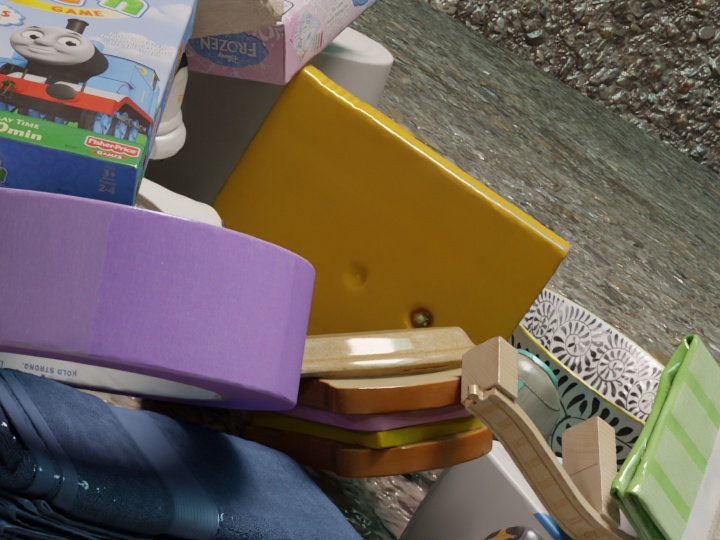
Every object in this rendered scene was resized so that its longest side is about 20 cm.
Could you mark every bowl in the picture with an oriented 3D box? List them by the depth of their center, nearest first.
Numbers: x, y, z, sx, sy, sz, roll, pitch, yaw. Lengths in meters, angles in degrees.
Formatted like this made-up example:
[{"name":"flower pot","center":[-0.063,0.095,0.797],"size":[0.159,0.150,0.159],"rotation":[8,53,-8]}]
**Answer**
[{"name":"bowl","center":[0.155,0.102,1.266],"size":[0.200,0.095,0.201],"rotation":[32,14,-9]}]

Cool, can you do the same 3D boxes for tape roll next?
[{"name":"tape roll","center":[-0.122,0.016,0.800],"size":[0.198,0.066,0.200],"rotation":[9,-8,1]},{"name":"tape roll","center":[-0.091,-0.123,1.268],"size":[0.201,0.140,0.203],"rotation":[18,15,-5]}]

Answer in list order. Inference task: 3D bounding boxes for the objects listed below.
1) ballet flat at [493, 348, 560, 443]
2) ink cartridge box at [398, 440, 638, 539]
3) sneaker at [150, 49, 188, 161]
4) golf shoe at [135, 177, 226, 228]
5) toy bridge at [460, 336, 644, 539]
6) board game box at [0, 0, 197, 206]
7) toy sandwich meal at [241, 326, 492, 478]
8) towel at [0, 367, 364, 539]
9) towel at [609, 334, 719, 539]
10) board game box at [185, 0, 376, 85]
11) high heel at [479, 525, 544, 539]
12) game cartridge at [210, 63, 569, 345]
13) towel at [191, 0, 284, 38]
[{"name":"ballet flat","center":[0.082,0.113,1.089],"size":[0.067,0.064,0.200],"rotation":[34,-22,18]},{"name":"ink cartridge box","center":[0.142,0.182,1.003],"size":[0.199,0.086,0.147],"rotation":[21,21,-45]},{"name":"sneaker","center":[-0.189,-0.116,0.965],"size":[0.198,0.081,0.074],"rotation":[5,29,-18]},{"name":"golf shoe","center":[-0.148,-0.055,0.920],"size":[0.199,0.095,0.077],"rotation":[12,-1,-38]},{"name":"toy bridge","center":[0.120,0.109,0.918],"size":[0.200,0.027,0.068],"rotation":[37,40,-33]},{"name":"board game box","center":[-0.165,-0.100,0.846],"size":[0.150,0.037,0.201],"rotation":[12,31,-4]},{"name":"toy sandwich meal","center":[-0.016,0.071,0.964],"size":[0.203,0.071,0.205],"rotation":[-4,-1,0]},{"name":"towel","center":[-0.097,0.103,0.810],"size":[0.199,0.049,0.112],"rotation":[21,16,-38]},{"name":"towel","center":[0.209,0.153,0.964],"size":[0.201,0.031,0.149],"rotation":[54,37,-14]},{"name":"board game box","center":[-0.098,-0.186,1.131],"size":[0.198,0.044,0.199],"rotation":[11,32,18]},{"name":"high heel","center":[0.050,0.151,0.791],"size":[0.071,0.143,0.200],"rotation":[34,15,3]},{"name":"game cartridge","center":[0.000,0.000,1.089],"size":[0.199,0.177,0.032],"rotation":[35,16,3]},{"name":"towel","center":[-0.153,-0.165,0.982],"size":[0.198,0.035,0.132],"rotation":[-2,-20,25]}]
